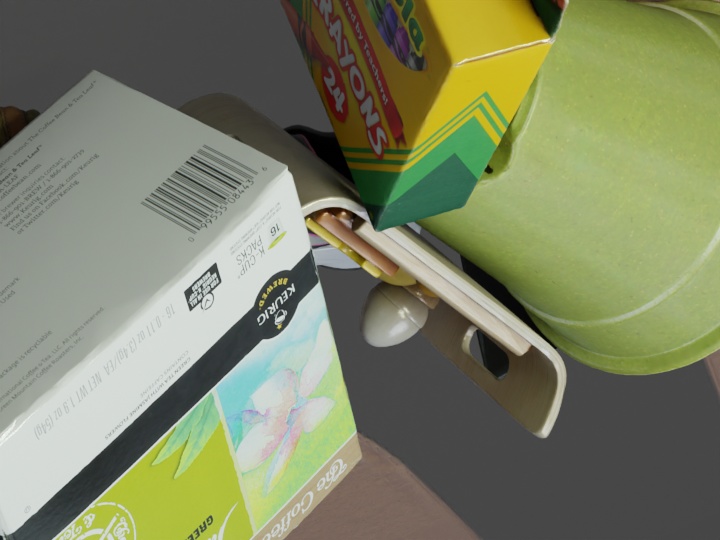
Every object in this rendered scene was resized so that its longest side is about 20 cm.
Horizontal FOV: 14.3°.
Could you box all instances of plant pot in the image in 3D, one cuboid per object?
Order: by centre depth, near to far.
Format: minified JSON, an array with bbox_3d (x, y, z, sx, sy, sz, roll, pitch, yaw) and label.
[{"bbox_3d":[0.095,-0.065,1.413,0.200,0.201,0.190,-32,148,30],"label":"plant pot"}]

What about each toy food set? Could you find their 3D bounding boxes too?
[{"bbox_3d":[0.000,0.000,1.402,0.200,0.143,0.060,36,94,-33],"label":"toy food set"}]

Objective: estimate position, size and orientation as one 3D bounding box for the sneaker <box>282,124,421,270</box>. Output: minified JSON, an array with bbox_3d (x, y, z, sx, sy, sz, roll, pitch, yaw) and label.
[{"bbox_3d":[-0.053,-0.037,1.491,0.199,0.080,0.086,-22,152,-26],"label":"sneaker"}]

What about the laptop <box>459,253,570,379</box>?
[{"bbox_3d":[0.156,-0.037,1.585,0.187,0.116,0.200,-28,172,21],"label":"laptop"}]

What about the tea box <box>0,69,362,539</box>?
[{"bbox_3d":[-0.122,0.059,1.290,0.200,0.133,0.197,-44,143,-27],"label":"tea box"}]

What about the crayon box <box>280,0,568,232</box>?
[{"bbox_3d":[0.024,-0.117,1.239,0.051,0.127,0.200,-16,160,-18],"label":"crayon box"}]

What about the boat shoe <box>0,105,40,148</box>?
[{"bbox_3d":[-0.164,-0.019,1.386,0.068,0.072,0.200,-20,162,-3],"label":"boat shoe"}]
